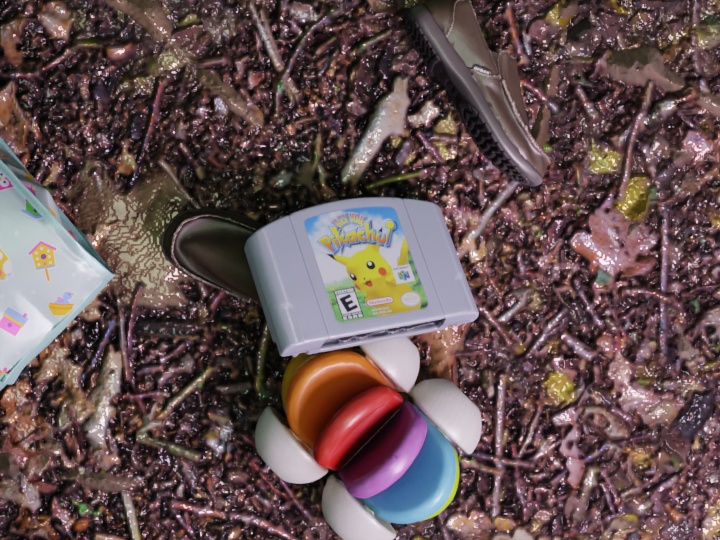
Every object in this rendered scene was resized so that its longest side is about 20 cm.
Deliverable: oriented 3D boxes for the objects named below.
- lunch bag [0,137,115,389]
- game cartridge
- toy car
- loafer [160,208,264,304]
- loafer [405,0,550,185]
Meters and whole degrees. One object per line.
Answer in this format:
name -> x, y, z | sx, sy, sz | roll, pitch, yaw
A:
lunch bag -> -0.339, -0.010, 1.496 | 0.170, 0.122, 0.200 | -43, 90, -2
game cartridge -> 0.000, 0.000, 1.516 | 0.198, 0.041, 0.135 | -10, 63, -25
toy car -> 0.011, 0.152, 1.520 | 0.200, 0.150, 0.175 | 45, 89, -6
loafer -> -0.087, -0.004, 1.541 | 0.198, 0.071, 0.074 | 19, 92, -6
loafer -> 0.122, -0.171, 1.540 | 0.071, 0.073, 0.201 | -35, 99, -8
